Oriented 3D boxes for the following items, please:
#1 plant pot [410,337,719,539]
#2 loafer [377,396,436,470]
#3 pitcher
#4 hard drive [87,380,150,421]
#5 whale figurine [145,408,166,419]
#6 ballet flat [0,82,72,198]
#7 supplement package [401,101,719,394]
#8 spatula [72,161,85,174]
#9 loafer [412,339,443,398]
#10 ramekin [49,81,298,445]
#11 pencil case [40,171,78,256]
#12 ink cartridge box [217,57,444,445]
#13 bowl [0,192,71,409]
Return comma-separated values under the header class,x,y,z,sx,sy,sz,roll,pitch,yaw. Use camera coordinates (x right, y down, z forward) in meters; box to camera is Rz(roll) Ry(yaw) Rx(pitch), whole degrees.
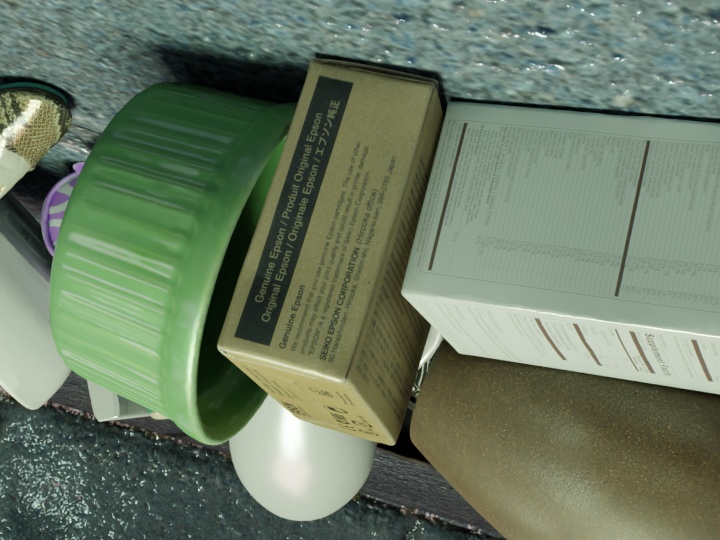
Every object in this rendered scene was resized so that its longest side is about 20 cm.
class,x,y,z,sx,sy,sz,roll,pitch,yaw
plant pot,0.138,0.104,0.815,0.199,0.188,0.187,25,170,20
loafer,0.024,0.123,1.167,0.199,0.072,0.063,17,-155,21
pitcher,-0.020,0.100,1.087,0.170,0.122,0.201,-4,130,-7
hard drive,-0.208,0.068,1.252,0.027,0.133,0.200,-14,174,8
whale figurine,-0.137,0.062,1.187,0.104,0.159,0.200,53,-162,-2
ballet flat,-0.268,-0.079,0.928,0.199,0.076,0.068,1,160,42
supplement package,0.140,-0.008,0.714,0.199,0.114,0.110,9,164,25
spatula,-0.101,-0.057,0.959,0.199,0.021,0.057,10,164,14
loafer,0.046,0.054,1.145,0.199,0.073,0.071,28,-154,5
ramekin,-0.094,-0.011,0.786,0.097,0.201,0.200,18,167,13
pencil case,-0.188,-0.018,1.091,0.085,0.085,0.200,-12,165,1
ink cartridge box,-0.002,-0.002,0.776,0.075,0.166,0.200,13,166,13
bowl,-0.284,-0.005,1.059,0.200,0.075,0.200,50,-179,-18
